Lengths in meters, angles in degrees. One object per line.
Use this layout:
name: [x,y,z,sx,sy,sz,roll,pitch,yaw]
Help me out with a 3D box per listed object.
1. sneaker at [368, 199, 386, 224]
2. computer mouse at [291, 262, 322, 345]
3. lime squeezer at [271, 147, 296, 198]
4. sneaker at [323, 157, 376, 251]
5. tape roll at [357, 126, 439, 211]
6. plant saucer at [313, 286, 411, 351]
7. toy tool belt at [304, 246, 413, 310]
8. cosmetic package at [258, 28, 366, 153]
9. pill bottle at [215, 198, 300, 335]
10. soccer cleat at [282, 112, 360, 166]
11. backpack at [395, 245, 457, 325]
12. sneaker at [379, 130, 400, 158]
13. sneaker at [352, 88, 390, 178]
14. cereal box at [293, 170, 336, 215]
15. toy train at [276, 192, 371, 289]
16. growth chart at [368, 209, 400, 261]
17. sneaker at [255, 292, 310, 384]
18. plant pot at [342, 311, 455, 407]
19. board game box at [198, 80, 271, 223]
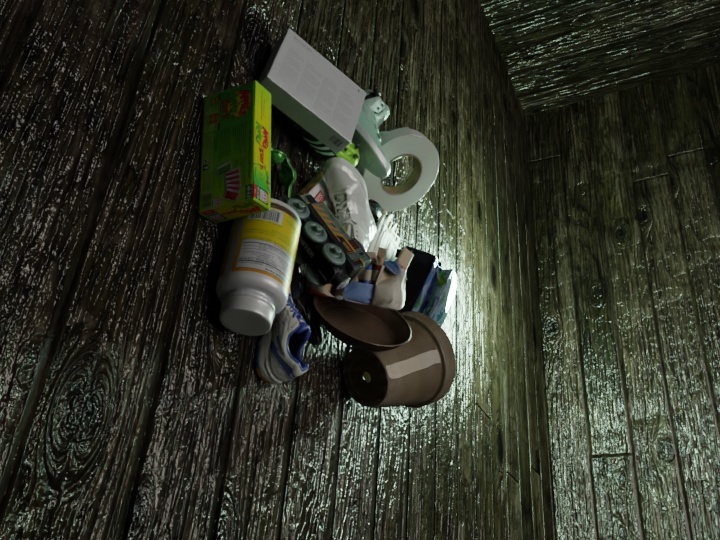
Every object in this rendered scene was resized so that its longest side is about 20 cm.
sneaker: [0.011,-0.121,1.549,0.200,0.075,0.080,40,32,-64]
computer mouse: [-0.104,0.050,1.251,0.059,0.034,0.201,-66,139,-53]
lime squeezer: [-0.154,-0.182,1.251,0.071,0.038,0.201,-40,122,-28]
sneaker: [-0.025,-0.111,1.348,0.116,0.073,0.201,-72,143,-50]
tape roll: [0.087,-0.228,1.598,0.203,0.202,0.037,51,4,-46]
plant saucer: [-0.002,0.098,1.324,0.037,0.200,0.200,-66,166,22]
toy tool belt: [0.000,0.000,1.319,0.125,0.199,0.124,-174,-84,-72]
cosmetic package: [-0.090,-0.340,1.322,0.200,0.052,0.151,35,51,-24]
pill bottle: [-0.157,-0.006,1.067,0.109,0.109,0.201,52,36,-45]
soccer cleat: [-0.089,-0.262,1.380,0.200,0.081,0.068,35,48,-28]
backpack: [0.136,0.058,1.592,0.184,0.146,0.200,-66,164,-5]
sneaker: [0.026,-0.320,1.584,0.201,0.118,0.074,52,36,-46]
sneaker: [0.034,-0.300,1.483,0.118,0.074,0.201,-28,81,-25]
cereal box: [-0.057,-0.089,1.402,0.201,0.039,0.144,69,27,-23]
toy train: [-0.071,-0.054,1.218,0.114,0.085,0.200,-17,63,-51]
growth chart: [0.055,-0.035,1.552,0.145,0.018,0.200,-65,154,-21]
sneaker: [-0.118,0.084,1.143,0.075,0.088,0.201,29,53,-57]
plant pot: [0.064,0.195,1.401,0.173,0.199,0.201,-13,92,-50]
board game box: [-0.192,-0.182,1.073,0.048,0.101,0.201,32,52,-59]
